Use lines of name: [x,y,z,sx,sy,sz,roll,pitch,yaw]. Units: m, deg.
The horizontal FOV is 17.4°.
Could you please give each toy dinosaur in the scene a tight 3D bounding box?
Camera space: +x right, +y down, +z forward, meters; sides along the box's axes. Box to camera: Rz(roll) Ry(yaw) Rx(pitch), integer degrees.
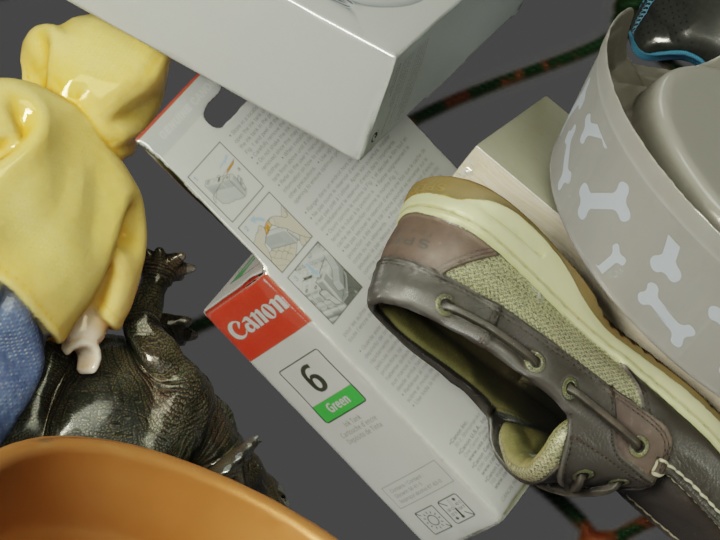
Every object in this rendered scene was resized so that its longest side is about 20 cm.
toy dinosaur: [-0.112,0.047,0.904,0.199,0.077,0.103,13,55,-11]

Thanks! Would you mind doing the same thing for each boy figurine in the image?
boy figurine: [-0.129,-0.020,0.853,0.124,0.064,0.201,41,59,-35]

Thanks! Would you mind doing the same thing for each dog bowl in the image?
dog bowl: [0.159,-0.014,0.904,0.199,0.059,0.201,27,31,-18]

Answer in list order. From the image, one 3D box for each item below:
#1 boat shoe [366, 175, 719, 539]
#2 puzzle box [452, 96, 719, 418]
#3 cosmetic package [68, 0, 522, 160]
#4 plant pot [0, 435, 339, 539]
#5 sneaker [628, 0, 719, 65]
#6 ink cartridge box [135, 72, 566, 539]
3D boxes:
boat shoe: [0.075,0.052,0.877,0.200,0.073,0.065,44,66,-16]
puzzle box: [0.129,0.011,0.944,0.200,0.133,0.025,41,109,5]
cosmetic package: [-0.045,-0.136,0.905,0.199,0.052,0.151,29,35,12]
plant pot: [-0.072,0.169,0.799,0.199,0.200,0.141,30,107,0]
sneaker: [0.202,-0.061,1.019,0.082,0.073,0.200,-42,81,1]
ink cartridge box: [0.000,0.000,0.919,0.200,0.050,0.109,46,51,-8]
